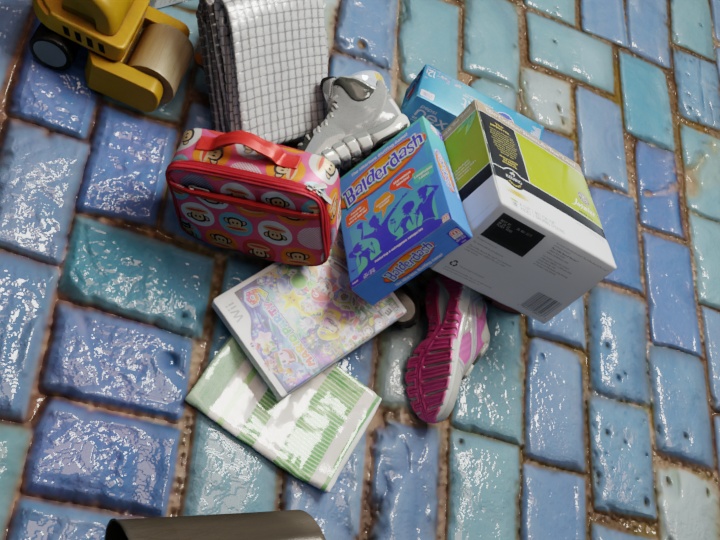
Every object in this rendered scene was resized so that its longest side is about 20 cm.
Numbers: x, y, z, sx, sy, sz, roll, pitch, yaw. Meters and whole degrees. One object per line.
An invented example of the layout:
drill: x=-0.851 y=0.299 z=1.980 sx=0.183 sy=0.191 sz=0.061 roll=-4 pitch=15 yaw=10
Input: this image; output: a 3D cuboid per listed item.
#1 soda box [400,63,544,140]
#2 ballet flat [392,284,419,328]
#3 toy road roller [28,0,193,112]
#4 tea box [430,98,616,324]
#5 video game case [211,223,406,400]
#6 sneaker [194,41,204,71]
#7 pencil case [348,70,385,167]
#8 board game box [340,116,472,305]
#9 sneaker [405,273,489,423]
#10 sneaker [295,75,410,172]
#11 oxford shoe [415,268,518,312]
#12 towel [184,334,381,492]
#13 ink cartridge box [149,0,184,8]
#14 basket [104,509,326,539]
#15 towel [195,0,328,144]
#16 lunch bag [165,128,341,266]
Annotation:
soda box: x=0.158 y=-0.209 z=1.330 sx=0.199 sy=0.068 sz=0.064 roll=26 pitch=58 yaw=-12
ballet flat: x=0.000 y=0.000 z=1.216 sx=0.066 sy=0.057 sz=0.200 roll=-39 pitch=81 yaw=-9
toy road roller: x=-0.300 y=-0.305 z=1.146 sx=0.199 sy=0.146 sz=0.124 roll=25 pitch=58 yaw=-14
tea box: x=0.189 y=-0.073 z=1.181 sx=0.199 sy=0.134 sz=0.198 roll=26 pitch=40 yaw=-28
video game case: x=-0.059 y=0.046 z=1.134 sx=0.199 sy=0.018 sz=0.144 roll=-32 pitch=79 yaw=-27
sneaker: x=-0.170 y=-0.339 z=1.282 sx=0.092 sy=0.076 sz=0.200 roll=37 pitch=51 yaw=11
pencil case: x=0.028 y=-0.175 z=1.282 sx=0.090 sy=0.083 sz=0.201 roll=-21 pitch=75 yaw=-14
board game box: x=0.046 y=-0.076 z=1.136 sx=0.045 sy=0.152 sz=0.201 roll=38 pitch=28 yaw=-35
sneaker: x=0.123 y=0.103 z=1.197 sx=0.088 sy=0.081 sz=0.201 roll=30 pitch=68 yaw=-35
sneaker: x=-0.045 y=-0.186 z=1.210 sx=0.199 sy=0.075 sz=0.116 roll=-26 pitch=83 yaw=-9
oxford shoe: x=0.163 y=0.000 z=1.270 sx=0.199 sy=0.075 sz=0.071 roll=12 pitch=61 yaw=-21
towel: x=-0.085 y=0.151 z=1.107 sx=0.200 sy=0.023 sz=0.153 roll=37 pitch=56 yaw=-6
ink cartridge box: x=-0.203 y=-0.450 z=1.264 sx=0.199 sy=0.148 sz=0.086 roll=-26 pitch=80 yaw=-32
basket: x=-0.138 y=0.317 z=0.939 sx=0.199 sy=0.136 sz=0.181 roll=-7 pitch=73 yaw=-32
towel: x=-0.121 y=-0.265 z=1.208 sx=0.165 sy=0.085 sz=0.201 roll=-24 pitch=119 yaw=-40
lunch bag: x=-0.121 y=-0.092 z=1.087 sx=0.199 sy=0.177 sz=0.082 roll=12 pitch=57 yaw=9
